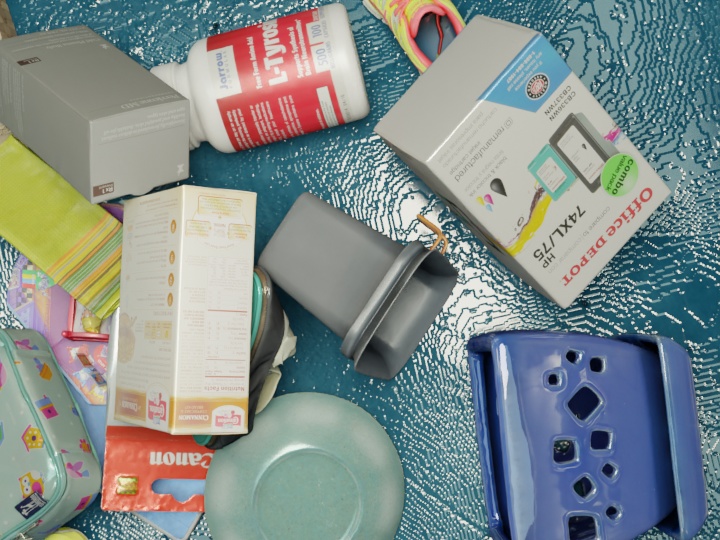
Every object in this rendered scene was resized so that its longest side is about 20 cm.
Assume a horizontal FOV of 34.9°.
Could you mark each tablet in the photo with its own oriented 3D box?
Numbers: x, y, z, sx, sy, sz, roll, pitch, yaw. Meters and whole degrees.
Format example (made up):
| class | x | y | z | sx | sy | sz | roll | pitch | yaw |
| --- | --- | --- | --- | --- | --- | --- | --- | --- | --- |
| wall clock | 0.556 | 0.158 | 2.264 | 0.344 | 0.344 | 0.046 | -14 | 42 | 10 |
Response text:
| class | x | y | z | sx | sy | sz | roll | pitch | yaw |
| --- | --- | --- | --- | --- | --- | --- | --- | --- | --- |
| tablet | -0.228 | 0.167 | 1.153 | 0.198 | 0.014 | 0.131 | 31 | 90 | 4 |

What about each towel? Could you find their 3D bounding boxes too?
| class | x | y | z | sx | sy | sz | roll | pitch | yaw |
| --- | --- | --- | --- | --- | --- | --- | --- | --- | --- |
| towel | -0.288 | -0.043 | 1.087 | 0.199 | 0.018 | 0.086 | 38 | 66 | 10 |

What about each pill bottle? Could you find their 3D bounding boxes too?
| class | x | y | z | sx | sy | sz | roll | pitch | yaw |
| --- | --- | --- | --- | --- | --- | --- | --- | --- | --- |
| pill bottle | -0.097 | -0.179 | 1.106 | 0.197 | 0.112 | 0.114 | -14 | 87 | 3 |

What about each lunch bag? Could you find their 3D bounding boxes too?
| class | x | y | z | sx | sy | sz | roll | pitch | yaw |
| --- | --- | --- | --- | --- | --- | --- | --- | --- | --- |
| lunch bag | -0.347 | 0.170 | 1.104 | 0.159 | 0.077 | 0.202 | -34 | 70 | 17 |

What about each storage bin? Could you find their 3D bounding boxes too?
| class | x | y | z | sx | sy | sz | roll | pitch | yaw |
| --- | --- | --- | --- | --- | --- | --- | --- | --- | --- |
| storage bin | 0.000 | 0.000 | 1.058 | 0.134 | 0.200 | 0.147 | 34 | 91 | 14 |

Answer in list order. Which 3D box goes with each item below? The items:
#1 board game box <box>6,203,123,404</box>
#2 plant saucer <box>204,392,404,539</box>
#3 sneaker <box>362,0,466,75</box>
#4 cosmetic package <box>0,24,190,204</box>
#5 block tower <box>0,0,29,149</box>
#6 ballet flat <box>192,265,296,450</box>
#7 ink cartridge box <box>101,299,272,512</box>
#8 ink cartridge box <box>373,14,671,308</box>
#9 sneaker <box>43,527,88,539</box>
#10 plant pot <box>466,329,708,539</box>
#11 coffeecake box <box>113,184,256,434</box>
| class | x | y | z | sx | sy | sz | roll | pitch | yaw |
| --- | --- | --- | --- | --- | --- | --- | --- | --- | --- |
| board game box | -0.257 | 0.029 | 1.137 | 0.158 | 0.039 | 0.200 | -41 | 85 | -4 |
| plant saucer | -0.052 | 0.221 | 1.103 | 0.197 | 0.039 | 0.205 | 0 | 94 | -7 |
| sneaker | 0.056 | -0.255 | 1.108 | 0.078 | 0.090 | 0.201 | -36 | 84 | 4 |
| cosmetic package | -0.250 | -0.148 | 1.058 | 0.199 | 0.106 | 0.091 | 32 | 130 | 39 |
| block tower | -0.370 | -0.201 | 1.157 | 0.053 | 0.058 | 0.203 | -18 | 88 | 3 |
| ballet flat | -0.098 | 0.079 | 1.040 | 0.072 | 0.073 | 0.202 | 25 | 119 | 5 |
| ink cartridge box | -0.166 | 0.132 | 1.104 | 0.159 | 0.050 | 0.204 | 4 | 83 | -15 |
| ink cartridge box | 0.144 | -0.100 | 1.032 | 0.147 | 0.146 | 0.200 | -47 | 115 | 1 |
| sneaker | -0.296 | 0.356 | 1.105 | 0.074 | 0.105 | 0.204 | -8 | 87 | 4 |
| plant pot | 0.201 | 0.149 | 1.033 | 0.177 | 0.200 | 0.204 | -5 | 87 | -1 |
| coffeecake box | -0.156 | 0.036 | 1.005 | 0.072 | 0.153 | 0.204 | 4 | 86 | -30 |
